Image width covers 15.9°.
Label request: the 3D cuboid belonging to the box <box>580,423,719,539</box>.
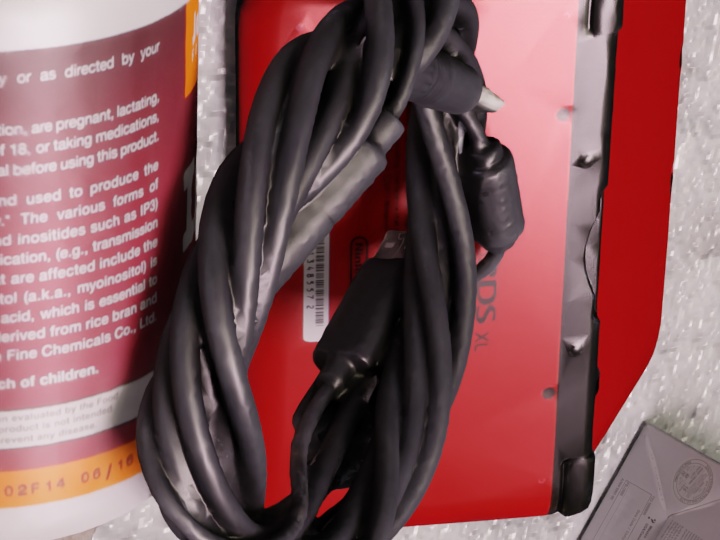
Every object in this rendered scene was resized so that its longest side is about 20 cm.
[{"bbox_3d":[0.159,0.151,1.037,0.200,0.060,0.117,32,87,-47],"label":"box"}]

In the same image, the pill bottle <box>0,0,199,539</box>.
[{"bbox_3d":[-0.097,-0.040,0.655,0.113,0.113,0.200,-18,123,-37],"label":"pill bottle"}]

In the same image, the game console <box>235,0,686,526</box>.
[{"bbox_3d":[0.038,-0.029,0.860,0.172,0.119,0.200,-4,116,-8],"label":"game console"}]

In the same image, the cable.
[{"bbox_3d":[0.000,0.000,0.698,0.200,0.051,0.163,-52,153,-47],"label":"cable"}]

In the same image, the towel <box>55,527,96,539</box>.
[{"bbox_3d":[-0.154,0.116,0.739,0.200,0.034,0.133,-25,127,-33],"label":"towel"}]
